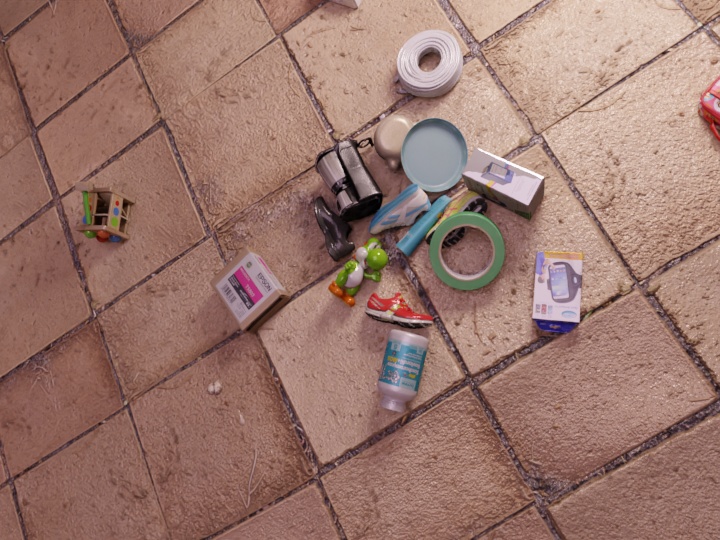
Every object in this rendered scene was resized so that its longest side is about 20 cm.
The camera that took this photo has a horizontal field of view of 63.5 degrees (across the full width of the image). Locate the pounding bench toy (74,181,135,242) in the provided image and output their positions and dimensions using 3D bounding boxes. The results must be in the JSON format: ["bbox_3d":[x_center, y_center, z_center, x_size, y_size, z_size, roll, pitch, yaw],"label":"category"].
[{"bbox_3d":[-0.859,-0.186,1.897,0.122,0.200,0.160,0,78,17],"label":"pounding bench toy"}]

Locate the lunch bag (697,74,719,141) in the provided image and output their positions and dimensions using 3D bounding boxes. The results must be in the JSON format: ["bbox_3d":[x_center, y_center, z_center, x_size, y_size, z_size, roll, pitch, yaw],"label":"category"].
[{"bbox_3d":[0.941,-0.394,1.427,0.176,0.082,0.200,-46,68,8],"label":"lunch bag"}]

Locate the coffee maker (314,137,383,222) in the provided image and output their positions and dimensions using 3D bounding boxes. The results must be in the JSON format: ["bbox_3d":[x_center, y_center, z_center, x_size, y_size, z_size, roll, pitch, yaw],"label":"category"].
[{"bbox_3d":[-0.012,-0.266,1.676,0.190,0.135,0.202,-31,71,8],"label":"coffee maker"}]

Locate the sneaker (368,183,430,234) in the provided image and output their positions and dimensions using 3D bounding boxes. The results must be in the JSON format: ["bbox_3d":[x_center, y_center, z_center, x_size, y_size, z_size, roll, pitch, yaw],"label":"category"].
[{"bbox_3d":[0.106,-0.155,1.642,0.199,0.081,0.077,-34,27,27],"label":"sneaker"}]

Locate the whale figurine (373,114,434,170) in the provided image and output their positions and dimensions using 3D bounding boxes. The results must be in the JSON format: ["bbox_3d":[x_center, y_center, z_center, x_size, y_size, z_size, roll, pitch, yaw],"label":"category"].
[{"bbox_3d":[0.130,-0.356,1.682,0.198,0.104,0.161,32,88,-3],"label":"whale figurine"}]

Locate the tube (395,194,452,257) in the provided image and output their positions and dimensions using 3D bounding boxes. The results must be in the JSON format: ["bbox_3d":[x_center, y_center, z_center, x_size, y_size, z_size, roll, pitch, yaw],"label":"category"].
[{"bbox_3d":[0.179,-0.130,1.625,0.201,0.050,0.077,-51,25,4],"label":"tube"}]

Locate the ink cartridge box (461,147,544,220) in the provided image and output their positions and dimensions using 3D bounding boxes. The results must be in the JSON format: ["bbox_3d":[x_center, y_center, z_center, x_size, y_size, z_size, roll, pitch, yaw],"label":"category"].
[{"bbox_3d":[0.377,-0.228,1.534,0.198,0.145,0.088,32,90,20],"label":"ink cartridge box"}]

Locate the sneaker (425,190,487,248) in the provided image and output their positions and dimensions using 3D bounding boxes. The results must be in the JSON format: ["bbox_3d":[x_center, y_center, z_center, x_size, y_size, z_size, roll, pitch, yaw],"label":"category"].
[{"bbox_3d":[0.259,-0.142,1.602,0.199,0.078,0.091,-38,32,18],"label":"sneaker"}]

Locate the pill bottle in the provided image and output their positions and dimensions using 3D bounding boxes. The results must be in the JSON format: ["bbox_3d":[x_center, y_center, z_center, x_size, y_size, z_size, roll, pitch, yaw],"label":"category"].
[{"bbox_3d":[0.108,0.266,1.535,0.109,0.111,0.204,11,82,19],"label":"pill bottle"}]

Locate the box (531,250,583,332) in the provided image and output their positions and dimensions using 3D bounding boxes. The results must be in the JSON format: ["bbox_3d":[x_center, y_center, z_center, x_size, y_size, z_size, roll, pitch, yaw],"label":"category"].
[{"bbox_3d":[0.505,0.054,1.490,0.117,0.041,0.204,3,77,18],"label":"box"}]

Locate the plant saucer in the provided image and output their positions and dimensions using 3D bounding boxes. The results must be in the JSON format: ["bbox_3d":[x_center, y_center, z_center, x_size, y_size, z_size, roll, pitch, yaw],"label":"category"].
[{"bbox_3d":[0.205,-0.323,1.631,0.196,0.027,0.205,-1,95,-11],"label":"plant saucer"}]

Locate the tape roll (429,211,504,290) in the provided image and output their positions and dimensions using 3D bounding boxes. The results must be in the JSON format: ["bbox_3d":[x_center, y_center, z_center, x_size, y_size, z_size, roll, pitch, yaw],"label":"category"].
[{"bbox_3d":[0.281,-0.052,1.537,0.196,0.048,0.205,3,105,12],"label":"tape roll"}]

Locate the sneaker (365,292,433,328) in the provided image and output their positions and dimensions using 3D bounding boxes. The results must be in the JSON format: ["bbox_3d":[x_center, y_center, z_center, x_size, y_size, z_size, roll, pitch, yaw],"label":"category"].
[{"bbox_3d":[0.107,0.104,1.591,0.196,0.077,0.087,13,77,19],"label":"sneaker"}]

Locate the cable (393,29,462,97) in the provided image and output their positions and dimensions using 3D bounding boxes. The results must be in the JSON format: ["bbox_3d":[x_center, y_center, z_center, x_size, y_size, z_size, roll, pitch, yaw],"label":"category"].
[{"bbox_3d":[0.203,-0.611,1.713,0.197,0.069,0.203,19,85,21],"label":"cable"}]

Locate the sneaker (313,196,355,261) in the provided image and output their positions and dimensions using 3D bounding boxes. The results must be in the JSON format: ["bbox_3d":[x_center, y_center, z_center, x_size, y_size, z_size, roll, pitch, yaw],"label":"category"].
[{"bbox_3d":[-0.076,-0.130,1.709,0.089,0.076,0.203,-22,79,2],"label":"sneaker"}]

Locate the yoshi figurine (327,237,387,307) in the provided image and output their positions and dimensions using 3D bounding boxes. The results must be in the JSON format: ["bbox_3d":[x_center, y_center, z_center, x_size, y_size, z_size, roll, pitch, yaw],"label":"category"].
[{"bbox_3d":[0.005,0.003,1.634,0.111,0.112,0.202,35,88,5],"label":"yoshi figurine"}]

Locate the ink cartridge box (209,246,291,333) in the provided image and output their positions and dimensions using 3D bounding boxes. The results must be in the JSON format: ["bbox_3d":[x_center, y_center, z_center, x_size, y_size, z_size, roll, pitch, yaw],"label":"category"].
[{"bbox_3d":[-0.332,0.058,1.742,0.165,0.075,0.201,-43,69,6],"label":"ink cartridge box"}]
